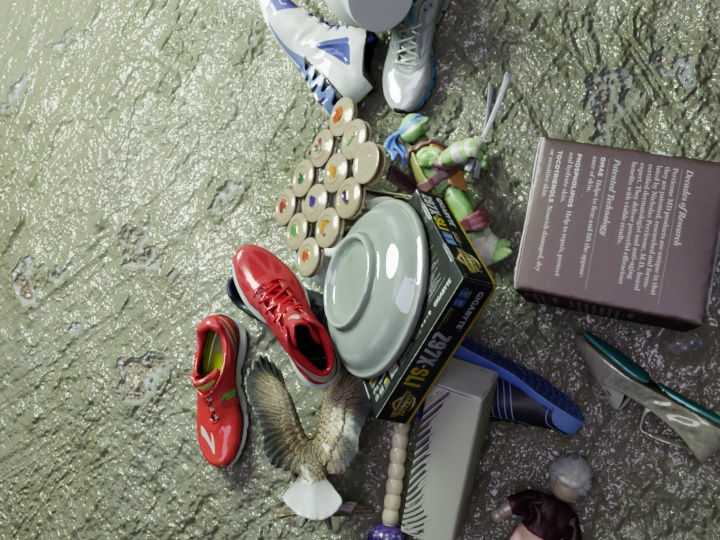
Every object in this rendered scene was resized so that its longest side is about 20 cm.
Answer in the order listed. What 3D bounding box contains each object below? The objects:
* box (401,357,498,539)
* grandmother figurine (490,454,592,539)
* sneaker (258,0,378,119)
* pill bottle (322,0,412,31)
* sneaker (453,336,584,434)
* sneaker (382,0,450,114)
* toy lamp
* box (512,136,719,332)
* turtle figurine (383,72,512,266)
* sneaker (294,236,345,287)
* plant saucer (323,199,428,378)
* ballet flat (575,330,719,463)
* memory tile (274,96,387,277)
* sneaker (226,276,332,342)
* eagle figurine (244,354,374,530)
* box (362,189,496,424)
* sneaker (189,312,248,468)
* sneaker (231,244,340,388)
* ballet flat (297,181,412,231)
[{"bbox_3d":[0.103,0.211,0.929,0.067,0.082,0.205,15,111,19],"label":"box"},{"bbox_3d":[0.208,0.306,0.940,0.120,0.061,0.203,30,90,-10],"label":"grandmother figurine"},{"bbox_3d":[-0.040,-0.302,1.070,0.114,0.081,0.201,-35,82,6],"label":"sneaker"},{"bbox_3d":[-0.005,-0.372,0.996,0.112,0.112,0.201,-39,38,9],"label":"pill bottle"},{"bbox_3d":[0.167,0.152,0.965,0.197,0.070,0.079,30,107,18],"label":"sneaker"},{"bbox_3d":[0.064,-0.306,1.029,0.073,0.087,0.206,10,89,15],"label":"sneaker"},{"bbox_3d":[0.045,0.234,0.994,0.057,0.058,0.206,8,86,17],"label":"toy lamp"},{"bbox_3d":[0.284,-0.035,0.892,0.195,0.166,0.169,11,86,17],"label":"box"},{"bbox_3d":[0.143,-0.116,0.951,0.197,0.143,0.198,-27,97,-18],"label":"turtle figurine"},{"bbox_3d":[0.000,0.000,1.023,0.196,0.071,0.075,17,89,18],"label":"sneaker"},{"bbox_3d":[0.003,0.015,0.898,0.199,0.049,0.205,-36,47,51],"label":"plant saucer"},{"bbox_3d":[0.321,0.147,0.916,0.198,0.067,0.063,35,104,17],"label":"ballet flat"},{"bbox_3d":[-0.044,-0.104,1.010,0.201,0.017,0.155,-54,43,28],"label":"memory tile"},{"bbox_3d":[-0.091,0.052,1.040,0.195,0.081,0.076,14,88,18],"label":"sneaker"},{"bbox_3d":[-0.062,0.206,0.995,0.148,0.150,0.206,0,89,37],"label":"eagle figurine"},{"bbox_3d":[0.057,0.040,0.887,0.202,0.048,0.161,-61,29,27],"label":"box"},{"bbox_3d":[-0.197,0.159,1.059,0.075,0.085,0.206,-5,83,16],"label":"sneaker"},{"bbox_3d":[-0.084,0.041,0.947,0.078,0.116,0.201,-37,83,-14],"label":"sneaker"},{"bbox_3d":[-0.003,-0.082,1.036,0.195,0.069,0.071,8,86,18],"label":"ballet flat"}]
